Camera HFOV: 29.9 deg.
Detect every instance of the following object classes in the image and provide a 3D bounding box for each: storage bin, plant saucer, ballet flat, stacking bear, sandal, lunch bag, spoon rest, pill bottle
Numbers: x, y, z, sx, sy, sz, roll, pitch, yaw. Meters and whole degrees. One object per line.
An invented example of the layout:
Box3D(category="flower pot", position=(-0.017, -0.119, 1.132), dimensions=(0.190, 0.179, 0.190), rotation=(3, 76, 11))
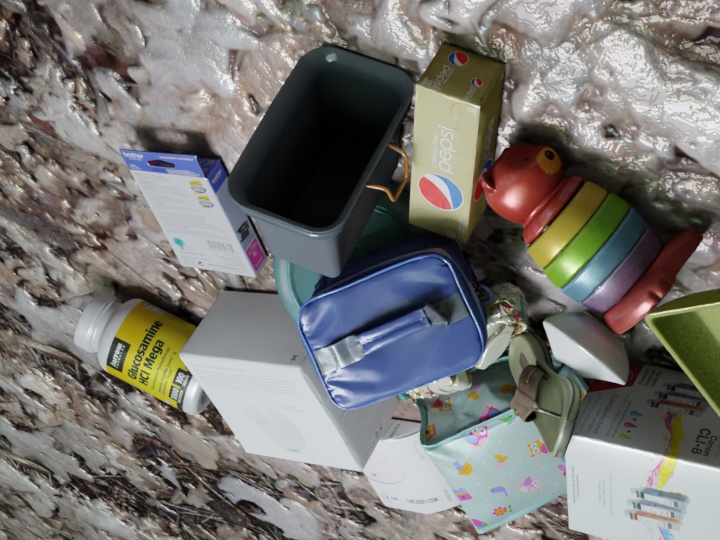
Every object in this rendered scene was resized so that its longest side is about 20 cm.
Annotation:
Box3D(category="storage bin", position=(-0.022, -0.094, 1.338), dimensions=(0.145, 0.200, 0.134), rotation=(20, 156, 16))
Box3D(category="plant saucer", position=(0.000, 0.000, 1.466), dimensions=(0.199, 0.027, 0.201), rotation=(2, 104, 8))
Box3D(category="ballet flat", position=(0.115, 0.092, 1.501), dimensions=(0.075, 0.064, 0.200), rotation=(13, 131, -35))
Box3D(category="plant saucer", position=(0.391, 0.070, 1.215), dimensions=(0.199, 0.048, 0.200), rotation=(-13, 131, 41))
Box3D(category="stacking bear", position=(0.205, -0.043, 1.294), dimensions=(0.200, 0.121, 0.114), rotation=(41, 139, 2))
Box3D(category="sandal", position=(0.181, 0.131, 1.425), dimensions=(0.057, 0.201, 0.080), rotation=(7, 111, -16))
Box3D(category="lunch bag", position=(0.186, 0.187, 1.578), dimensions=(0.199, 0.122, 0.171), rotation=(-26, 122, 12))
Box3D(category="lunch bag", position=(0.042, 0.052, 1.391), dimensions=(0.199, 0.132, 0.136), rotation=(-23, 101, 14))
Box3D(category="spoon rest", position=(0.227, 0.079, 1.366), dimensions=(0.099, 0.061, 0.200), rotation=(38, -174, 8))
Box3D(category="pill bottle", position=(-0.288, 0.109, 1.861), dimensions=(0.199, 0.113, 0.113), rotation=(25, 146, 9))

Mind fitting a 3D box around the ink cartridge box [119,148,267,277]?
Box3D(category="ink cartridge box", position=(-0.198, -0.078, 1.620), dimensions=(0.119, 0.042, 0.200), rotation=(8, 142, 31))

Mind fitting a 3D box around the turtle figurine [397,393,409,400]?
Box3D(category="turtle figurine", position=(0.029, 0.058, 1.560), dimensions=(0.149, 0.101, 0.201), rotation=(7, 124, 4))

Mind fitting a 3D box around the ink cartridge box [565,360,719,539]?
Box3D(category="ink cartridge box", position=(0.337, 0.205, 1.442), dimensions=(0.199, 0.145, 0.145), rotation=(11, 127, 26))

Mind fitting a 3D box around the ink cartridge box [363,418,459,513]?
Box3D(category="ink cartridge box", position=(0.090, 0.270, 1.828), dimensions=(0.199, 0.057, 0.163), rotation=(7, 139, 39))

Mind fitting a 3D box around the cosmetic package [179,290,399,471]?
Box3D(category="cosmetic package", position=(-0.089, 0.138, 1.733), dimensions=(0.199, 0.123, 0.200), rotation=(4, 139, 35))

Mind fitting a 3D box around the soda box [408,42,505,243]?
Box3D(category="soda box", position=(0.092, -0.120, 1.316), dimensions=(0.068, 0.064, 0.200), rotation=(21, 145, 15))
